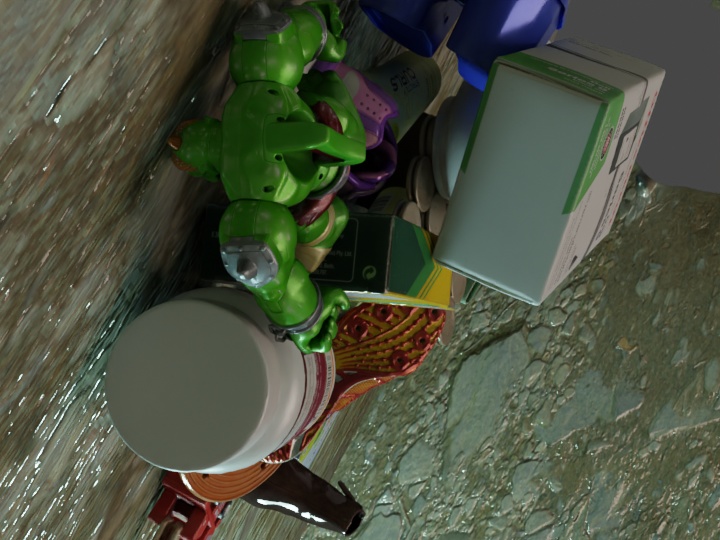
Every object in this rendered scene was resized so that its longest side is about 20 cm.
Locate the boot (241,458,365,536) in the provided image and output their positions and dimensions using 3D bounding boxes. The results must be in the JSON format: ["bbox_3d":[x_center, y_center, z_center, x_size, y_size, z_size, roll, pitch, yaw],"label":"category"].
[{"bbox_3d":[-0.075,0.225,1.062,0.073,0.166,0.200,-62,172,-9],"label":"boot"}]

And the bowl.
[{"bbox_3d":[0.122,-0.110,0.947,0.201,0.090,0.202,5,90,-68],"label":"bowl"}]

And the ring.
[{"bbox_3d":[-0.090,0.100,0.878,0.200,0.019,0.201,-38,138,-44],"label":"ring"}]

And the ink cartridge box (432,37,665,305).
[{"bbox_3d":[0.142,-0.081,0.745,0.200,0.084,0.147,-32,141,-59],"label":"ink cartridge box"}]

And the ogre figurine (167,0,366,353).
[{"bbox_3d":[-0.039,-0.063,0.568,0.201,0.098,0.120,-70,162,-1],"label":"ogre figurine"}]

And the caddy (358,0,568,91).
[{"bbox_3d":[0.083,-0.208,0.781,0.105,0.141,0.200,-61,174,7],"label":"caddy"}]

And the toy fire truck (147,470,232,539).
[{"bbox_3d":[-0.170,0.238,0.908,0.141,0.049,0.200,-60,172,-23],"label":"toy fire truck"}]

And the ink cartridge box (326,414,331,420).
[{"bbox_3d":[-0.048,0.133,1.074,0.109,0.050,0.200,-48,176,-5],"label":"ink cartridge box"}]

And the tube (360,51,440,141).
[{"bbox_3d":[0.026,-0.139,0.853,0.052,0.058,0.200,-47,-178,24],"label":"tube"}]

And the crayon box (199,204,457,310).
[{"bbox_3d":[-0.011,-0.006,0.722,0.200,0.125,0.052,17,78,-72],"label":"crayon box"}]

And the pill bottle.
[{"bbox_3d":[-0.085,0.069,0.670,0.115,0.114,0.200,-63,172,0],"label":"pill bottle"}]

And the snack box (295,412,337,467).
[{"bbox_3d":[-0.065,0.171,1.334,0.169,0.067,0.200,-62,174,-17],"label":"snack box"}]

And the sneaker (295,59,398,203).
[{"bbox_3d":[-0.019,-0.077,0.726,0.081,0.088,0.200,-62,175,-24],"label":"sneaker"}]

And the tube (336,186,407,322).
[{"bbox_3d":[0.000,0.000,0.911,0.200,0.052,0.058,-55,143,-47],"label":"tube"}]

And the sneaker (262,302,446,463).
[{"bbox_3d":[-0.019,0.077,0.850,0.200,0.073,0.077,-34,-170,-5],"label":"sneaker"}]

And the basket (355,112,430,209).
[{"bbox_3d":[0.055,-0.059,1.141,0.201,0.136,0.180,-58,-163,4],"label":"basket"}]

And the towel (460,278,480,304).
[{"bbox_3d":[0.091,-0.057,1.218,0.023,0.200,0.153,36,83,-45],"label":"towel"}]

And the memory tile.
[{"bbox_3d":[0.072,-0.035,0.981,0.200,0.017,0.154,64,38,-51],"label":"memory tile"}]

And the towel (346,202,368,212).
[{"bbox_3d":[-0.053,0.025,1.012,0.201,0.048,0.171,-64,175,5],"label":"towel"}]
